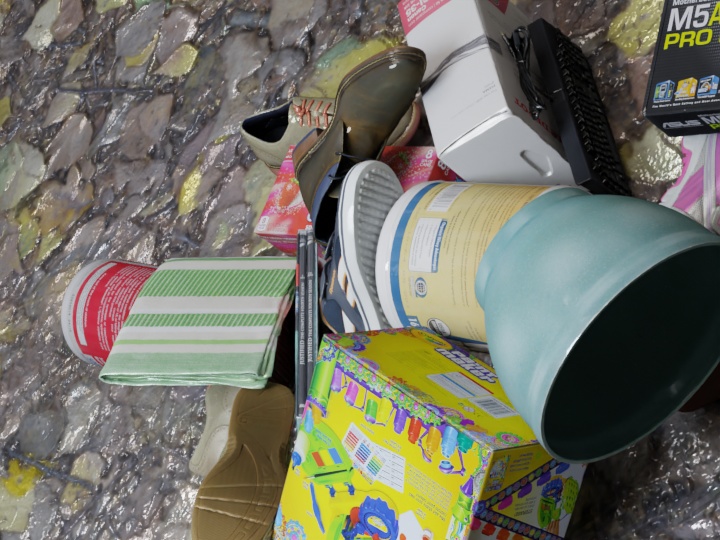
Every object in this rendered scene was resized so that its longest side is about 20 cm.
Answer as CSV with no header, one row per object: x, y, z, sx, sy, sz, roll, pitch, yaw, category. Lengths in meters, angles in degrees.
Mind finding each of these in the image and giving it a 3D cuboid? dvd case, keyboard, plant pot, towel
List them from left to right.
-0.139,0.045,1.731,0.152,0.023,0.200,0,32,10,towel
-0.047,0.085,1.706,0.022,0.146,0.201,0,53,0,dvd case
0.180,-0.147,1.652,0.021,0.127,0.200,-40,43,30,keyboard
0.168,0.023,1.395,0.200,0.200,0.134,-49,55,6,plant pot

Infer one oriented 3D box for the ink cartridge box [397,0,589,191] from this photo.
0.120,-0.158,1.698,0.083,0.146,0.200,-32,46,23,ink cartridge box

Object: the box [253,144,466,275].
0.011,-0.053,1.768,0.200,0.095,0.100,5,67,44,box

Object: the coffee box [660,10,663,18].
0.362,-0.214,1.565,0.200,0.080,0.115,26,84,47,coffee box

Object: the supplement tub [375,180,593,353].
0.128,0.000,1.586,0.200,0.145,0.145,4,67,39,supplement tub

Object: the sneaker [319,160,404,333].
0.000,0.000,1.650,0.079,0.201,0.078,10,27,43,sneaker

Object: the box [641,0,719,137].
0.327,-0.192,1.492,0.200,0.044,0.161,-1,68,43,box

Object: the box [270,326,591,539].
0.051,0.174,1.495,0.200,0.122,0.193,33,115,41,box

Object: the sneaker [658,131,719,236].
0.296,-0.054,1.521,0.088,0.081,0.201,-2,64,43,sneaker

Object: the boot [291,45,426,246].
0.006,-0.106,1.659,0.200,0.074,0.097,-50,38,47,boot

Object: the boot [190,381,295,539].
-0.098,0.216,1.636,0.073,0.156,0.200,7,43,4,boot

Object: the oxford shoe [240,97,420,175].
-0.033,-0.138,1.867,0.200,0.075,0.071,-13,56,36,oxford shoe

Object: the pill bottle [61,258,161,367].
-0.196,0.052,1.876,0.200,0.112,0.113,8,70,45,pill bottle

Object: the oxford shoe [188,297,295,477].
-0.110,0.103,1.780,0.075,0.070,0.201,8,66,21,oxford shoe

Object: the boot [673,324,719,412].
0.333,0.115,1.412,0.188,0.068,0.200,-29,55,15,boot
